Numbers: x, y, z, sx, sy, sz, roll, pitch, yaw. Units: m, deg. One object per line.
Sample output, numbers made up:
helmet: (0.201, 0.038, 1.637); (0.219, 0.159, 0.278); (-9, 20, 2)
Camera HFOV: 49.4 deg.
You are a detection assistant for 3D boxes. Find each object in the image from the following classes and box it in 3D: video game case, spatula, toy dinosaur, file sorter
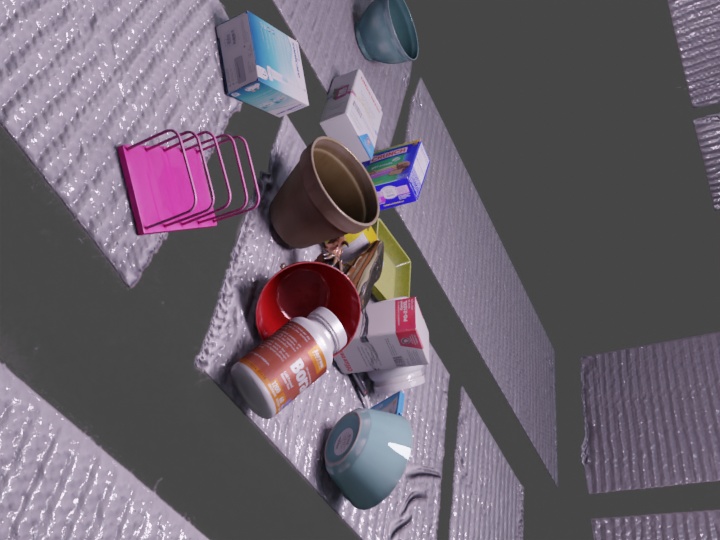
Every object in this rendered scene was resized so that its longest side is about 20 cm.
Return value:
video game case: (0.031, 0.365, 1.640); (0.018, 0.143, 0.203); (33, 43, -21)
spatula: (0.012, 0.296, 1.769); (0.204, 0.020, 0.057); (68, 28, -17)
toy dinosaur: (-0.076, 0.034, 1.585); (0.085, 0.133, 0.205); (4, 74, -63)
file sorter: (-0.271, -0.149, 1.283); (0.199, 0.123, 0.142); (-15, 90, -65)

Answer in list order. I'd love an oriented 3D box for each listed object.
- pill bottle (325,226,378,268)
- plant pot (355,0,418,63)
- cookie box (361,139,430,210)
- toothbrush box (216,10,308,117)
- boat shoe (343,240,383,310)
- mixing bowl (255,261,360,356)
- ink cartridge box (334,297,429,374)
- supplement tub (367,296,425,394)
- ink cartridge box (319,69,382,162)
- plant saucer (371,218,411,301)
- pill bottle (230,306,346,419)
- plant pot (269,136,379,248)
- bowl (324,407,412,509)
pill bottle: (-0.024, -0.075, 1.774); (0.202, 0.110, 0.113); (58, 31, -34)
plant pot: (0.066, -0.680, 2.243); (0.200, 0.132, 0.205); (42, 41, -51)
cookie box: (0.076, -0.240, 2.001); (0.076, 0.168, 0.202); (64, 27, -29)
toothbrush box: (-0.198, -0.420, 1.617); (0.199, 0.084, 0.150); (5, 72, -63)
boat shoe: (0.000, 0.000, 1.667); (0.201, 0.072, 0.077); (-63, 159, -51)
mixing bowl: (-0.104, 0.064, 1.488); (0.109, 0.197, 0.203); (-121, -174, -69)
ink cartridge box: (0.038, 0.142, 1.667); (0.146, 0.195, 0.086); (65, 21, -50)
supplement tub: (0.070, 0.171, 1.814); (0.140, 0.138, 0.205); (-5, 82, -64)
ink cartridge box: (-0.020, -0.385, 1.973); (0.146, 0.083, 0.203); (56, 33, -36)
plant saucer: (0.064, 0.006, 1.991); (0.200, 0.047, 0.203); (50, 36, -44)
pill bottle: (-0.120, 0.155, 1.366); (0.199, 0.111, 0.114); (-38, 115, -29)
plant pot: (-0.088, -0.137, 1.576); (0.199, 0.172, 0.203); (37, 36, -33)
bowl: (0.002, 0.355, 1.554); (0.104, 0.200, 0.203); (36, 42, -23)
